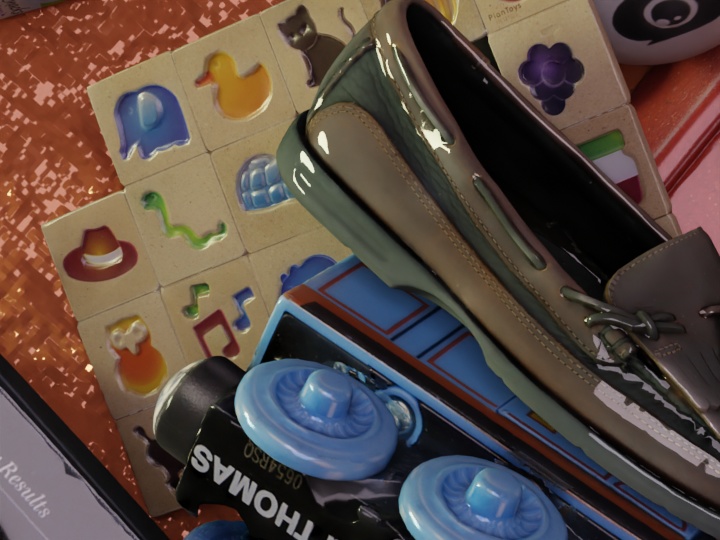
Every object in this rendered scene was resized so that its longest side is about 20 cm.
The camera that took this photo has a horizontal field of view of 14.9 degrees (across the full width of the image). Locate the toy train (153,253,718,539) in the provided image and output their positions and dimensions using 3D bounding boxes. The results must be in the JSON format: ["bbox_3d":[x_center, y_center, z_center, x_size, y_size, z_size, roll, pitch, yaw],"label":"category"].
[{"bbox_3d":[0.039,0.077,0.755,0.200,0.114,0.087,33,123,17],"label":"toy train"}]

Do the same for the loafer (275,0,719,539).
[{"bbox_3d":[0.064,0.001,0.753,0.200,0.072,0.063,38,117,17],"label":"loafer"}]

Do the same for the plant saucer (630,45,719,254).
[{"bbox_3d":[0.180,-0.018,0.863,0.199,0.037,0.200,39,84,7],"label":"plant saucer"}]

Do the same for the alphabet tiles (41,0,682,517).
[{"bbox_3d":[0.000,0.000,0.827,0.199,0.008,0.168,-21,90,27],"label":"alphabet tiles"}]

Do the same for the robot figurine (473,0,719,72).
[{"bbox_3d":[0.050,-0.146,0.840,0.200,0.150,0.125,33,68,6],"label":"robot figurine"}]

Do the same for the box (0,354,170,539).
[{"bbox_3d":[-0.146,0.131,0.814,0.200,0.107,0.148,-42,83,-4],"label":"box"}]

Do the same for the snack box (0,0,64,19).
[{"bbox_3d":[-0.176,-0.170,0.888,0.142,0.053,0.201,-16,82,0],"label":"snack box"}]

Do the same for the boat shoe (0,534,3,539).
[{"bbox_3d":[-0.103,0.137,0.725,0.065,0.074,0.203,-28,78,3],"label":"boat shoe"}]
